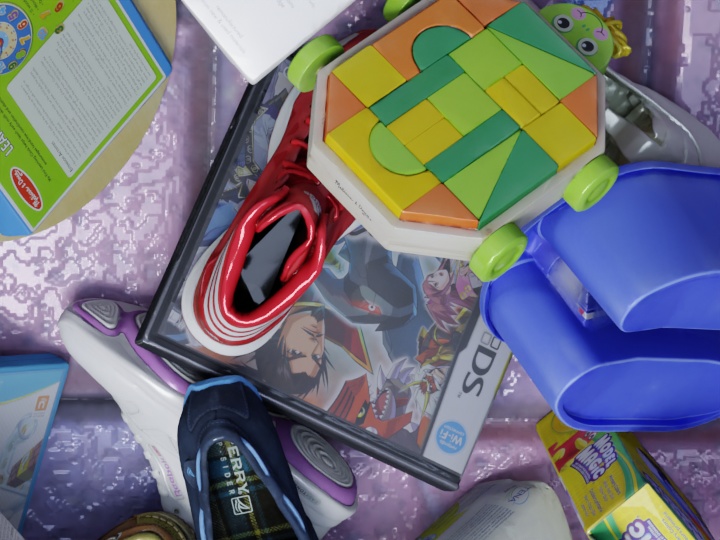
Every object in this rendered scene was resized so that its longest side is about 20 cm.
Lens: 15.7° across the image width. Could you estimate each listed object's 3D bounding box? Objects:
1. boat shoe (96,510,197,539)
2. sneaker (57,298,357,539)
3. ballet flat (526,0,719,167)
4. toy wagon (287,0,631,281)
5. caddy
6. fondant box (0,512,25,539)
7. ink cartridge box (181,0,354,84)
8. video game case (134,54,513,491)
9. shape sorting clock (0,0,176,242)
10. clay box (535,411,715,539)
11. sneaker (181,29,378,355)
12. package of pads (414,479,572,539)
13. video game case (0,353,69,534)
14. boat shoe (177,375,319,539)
[{"bbox_3d":[-0.175,0.209,1.449,0.072,0.068,0.200,42,95,8],"label":"boat shoe"},{"bbox_3d":[-0.100,0.099,1.472,0.200,0.075,0.100,40,113,-8],"label":"sneaker"},{"bbox_3d":[0.135,-0.083,1.456,0.200,0.069,0.070,37,98,-15],"label":"ballet flat"},{"bbox_3d":[0.065,-0.090,1.357,0.200,0.040,0.155,-36,71,-26],"label":"toy wagon"},{"bbox_3d":[0.158,0.008,1.433,0.199,0.105,0.142,4,133,-42],"label":"caddy"},{"bbox_3d":[-0.222,0.208,1.376,0.144,0.058,0.200,-37,104,5],"label":"fondant box"},{"bbox_3d":[-0.004,-0.193,1.383,0.200,0.116,0.067,-39,103,4],"label":"ink cartridge box"},{"bbox_3d":[0.000,0.000,1.450,0.199,0.025,0.182,26,79,-13],"label":"video game case"},{"bbox_3d":[-0.178,-0.109,1.380,0.199,0.039,0.201,-27,129,-39],"label":"shape sorting clock"},{"bbox_3d":[0.163,0.146,1.450,0.048,0.200,0.115,-40,106,5],"label":"clay box"},{"bbox_3d":[-0.017,-0.045,1.376,0.078,0.115,0.201,29,79,-11],"label":"sneaker"},{"bbox_3d":[0.080,0.238,1.495,0.068,0.154,0.201,-4,112,39],"label":"package of pads"},{"bbox_3d":[-0.238,0.144,1.447,0.018,0.143,0.201,25,105,32],"label":"video game case"},{"bbox_3d":[-0.062,0.157,1.424,0.084,0.069,0.201,-20,116,7],"label":"boat shoe"}]
